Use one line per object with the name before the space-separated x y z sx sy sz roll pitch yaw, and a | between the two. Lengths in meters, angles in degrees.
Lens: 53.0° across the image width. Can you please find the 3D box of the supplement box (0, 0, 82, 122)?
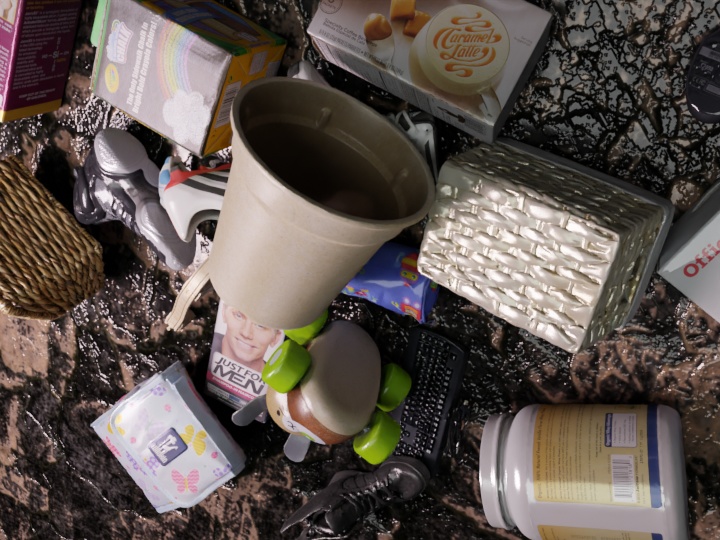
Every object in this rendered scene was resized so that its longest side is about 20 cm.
supplement box | -0.430 -0.305 0.876 0.130 0.103 0.201 33 121 8

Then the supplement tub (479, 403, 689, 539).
supplement tub | 0.238 0.216 0.770 0.198 0.144 0.146 -4 109 25

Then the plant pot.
plant pot | -0.058 -0.050 0.699 0.200 0.200 0.184 37 128 6

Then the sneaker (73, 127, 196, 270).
sneaker | -0.295 -0.074 0.930 0.113 0.075 0.201 -32 90 31

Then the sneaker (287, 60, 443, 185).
sneaker | 0.018 -0.160 0.767 0.115 0.076 0.201 -34 103 22

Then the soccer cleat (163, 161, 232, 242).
soccer cleat | -0.118 -0.090 0.796 0.198 0.069 0.086 -15 79 -3

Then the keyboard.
keyboard | 0.086 0.173 0.880 0.103 0.040 0.202 18 117 17

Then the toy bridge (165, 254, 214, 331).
toy bridge | -0.202 0.016 0.927 0.027 0.067 0.200 43 120 2

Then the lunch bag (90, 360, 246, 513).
lunch bag | -0.258 0.227 0.983 0.199 0.127 0.170 -29 98 46

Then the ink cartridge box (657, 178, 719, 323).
ink cartridge box | 0.394 0.001 0.650 0.199 0.084 0.146 40 121 5

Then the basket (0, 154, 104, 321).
basket | -0.458 -0.022 0.955 0.200 0.149 0.143 43 146 8

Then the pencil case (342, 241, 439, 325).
pencil case | 0.000 0.000 0.827 0.198 0.087 0.079 14 74 17

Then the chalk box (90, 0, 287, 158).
chalk box | -0.206 -0.235 0.797 0.199 0.124 0.125 32 121 10

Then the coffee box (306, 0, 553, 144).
coffee box | 0.065 -0.221 0.687 0.199 0.080 0.115 30 93 10

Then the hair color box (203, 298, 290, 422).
hair color box | -0.134 0.086 0.929 0.099 0.061 0.202 22 117 14

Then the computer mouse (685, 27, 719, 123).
computer mouse | 0.345 -0.222 0.618 0.058 0.034 0.202 36 116 25

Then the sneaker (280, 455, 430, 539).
sneaker | -0.007 0.302 0.927 0.199 0.104 0.060 -23 102 37

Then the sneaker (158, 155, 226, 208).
sneaker | -0.154 -0.096 0.861 0.198 0.072 0.073 10 107 16

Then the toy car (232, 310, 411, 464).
toy car | -0.067 0.163 0.862 0.164 0.158 0.200 39 124 -13

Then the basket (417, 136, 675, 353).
basket | 0.168 -0.029 0.687 0.199 0.123 0.137 28 120 29
